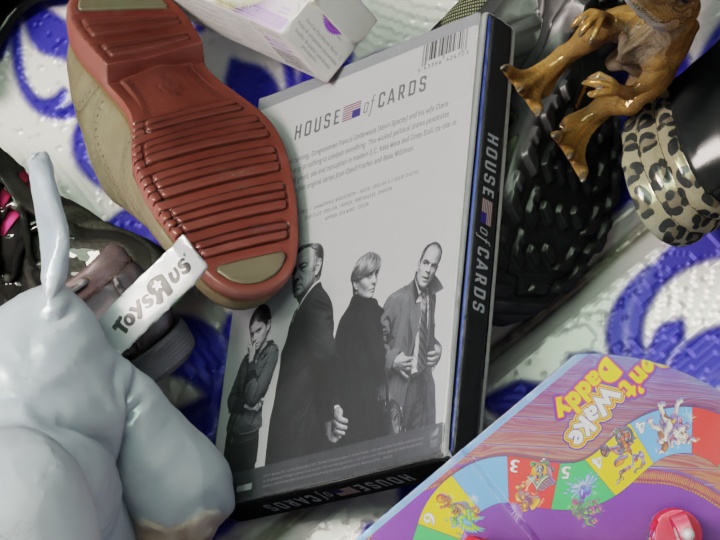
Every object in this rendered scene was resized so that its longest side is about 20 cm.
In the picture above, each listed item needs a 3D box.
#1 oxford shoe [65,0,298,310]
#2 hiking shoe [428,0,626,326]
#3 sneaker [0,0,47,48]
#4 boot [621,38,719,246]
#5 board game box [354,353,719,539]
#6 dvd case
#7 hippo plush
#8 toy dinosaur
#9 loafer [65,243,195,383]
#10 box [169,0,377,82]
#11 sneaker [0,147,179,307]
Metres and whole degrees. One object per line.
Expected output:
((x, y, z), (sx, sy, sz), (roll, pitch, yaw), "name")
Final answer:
((-0.081, -0.046, 1.248), (0.070, 0.075, 0.201), (-9, 47, -21), "oxford shoe")
((0.064, -0.066, 1.222), (0.100, 0.076, 0.201), (-2, 62, 42), "hiking shoe")
((-0.227, -0.110, 1.342), (0.200, 0.072, 0.083), (-44, 59, -6), "sneaker")
((0.186, -0.106, 1.180), (0.153, 0.073, 0.204), (-33, 24, 29), "boot")
((0.091, 0.131, 1.067), (0.200, 0.039, 0.158), (-39, 89, -5), "board game box")
((0.000, 0.000, 1.181), (0.150, 0.025, 0.201), (-17, 58, 45), "dvd case")
((-0.124, 0.099, 1.098), (0.200, 0.159, 0.161), (-51, 19, 23), "hippo plush")
((0.119, -0.094, 1.153), (0.106, 0.200, 0.061), (-36, 93, 7), "toy dinosaur")
((-0.167, 0.041, 1.218), (0.199, 0.063, 0.072), (-20, 17, 25), "loafer")
((-0.070, -0.138, 1.283), (0.039, 0.041, 0.200), (-51, 39, -10), "box")
((-0.170, -0.017, 1.261), (0.199, 0.084, 0.077), (23, 73, 25), "sneaker")
